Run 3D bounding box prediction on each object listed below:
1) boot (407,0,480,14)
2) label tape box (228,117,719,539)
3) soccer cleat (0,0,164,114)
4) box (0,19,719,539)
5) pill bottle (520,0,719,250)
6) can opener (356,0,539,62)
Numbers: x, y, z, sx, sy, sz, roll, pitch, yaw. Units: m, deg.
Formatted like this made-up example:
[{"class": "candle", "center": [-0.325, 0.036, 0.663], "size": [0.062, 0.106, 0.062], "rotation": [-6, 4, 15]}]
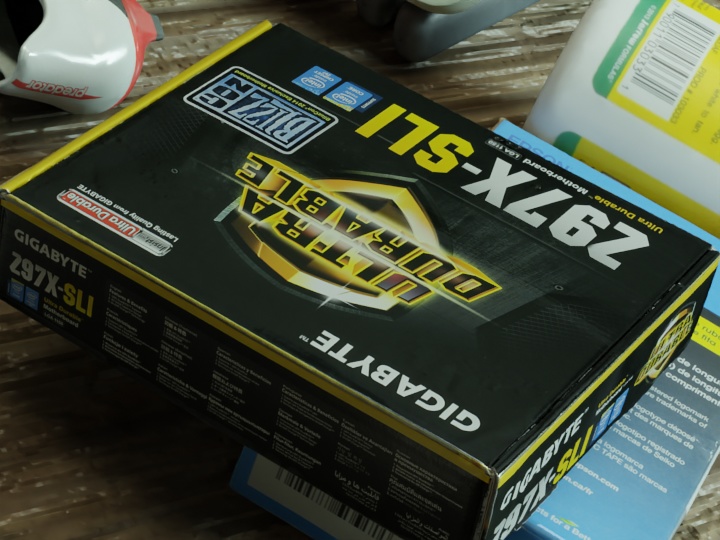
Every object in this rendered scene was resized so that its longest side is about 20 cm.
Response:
[{"class": "boot", "center": [0.004, -0.205, 1.012], "size": [0.201, 0.072, 0.144], "rotation": [54, 11, 2]}, {"class": "label tape box", "center": [0.064, 0.043, 0.818], "size": [0.144, 0.064, 0.200], "rotation": [31, 40, 10]}, {"class": "soccer cleat", "center": [-0.162, -0.140, 0.904], "size": [0.085, 0.069, 0.200], "rotation": [-7, 52, -52]}, {"class": "box", "center": [0.000, 0.000, 0.752], "size": [0.199, 0.050, 0.160], "rotation": [29, 39, 21]}, {"class": "pill bottle", "center": [0.170, -0.033, 0.920], "size": [0.199, 0.113, 0.113], "rotation": [30, 39, 7]}, {"class": "can opener", "center": [0.081, -0.145, 1.058], "size": [0.199, 0.067, 0.053], "rotation": [-30, 62, -30]}]
